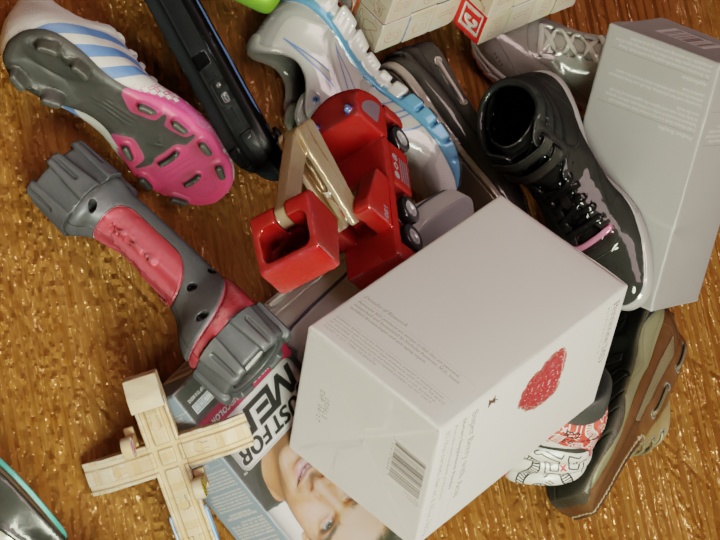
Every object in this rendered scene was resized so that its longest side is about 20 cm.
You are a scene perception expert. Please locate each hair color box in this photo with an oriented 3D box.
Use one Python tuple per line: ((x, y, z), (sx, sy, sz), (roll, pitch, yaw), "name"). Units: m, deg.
((-0.052, 0.138, 1.572), (0.201, 0.060, 0.099), (52, 54, -11), "hair color box")

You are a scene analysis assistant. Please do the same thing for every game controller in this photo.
((-0.104, -0.153, 1.599), (0.201, 0.042, 0.104), (62, 10, 10), "game controller")

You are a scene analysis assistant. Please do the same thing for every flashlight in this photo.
((-0.137, 0.000, 1.514), (0.200, 0.068, 0.068), (41, 85, 11), "flashlight")

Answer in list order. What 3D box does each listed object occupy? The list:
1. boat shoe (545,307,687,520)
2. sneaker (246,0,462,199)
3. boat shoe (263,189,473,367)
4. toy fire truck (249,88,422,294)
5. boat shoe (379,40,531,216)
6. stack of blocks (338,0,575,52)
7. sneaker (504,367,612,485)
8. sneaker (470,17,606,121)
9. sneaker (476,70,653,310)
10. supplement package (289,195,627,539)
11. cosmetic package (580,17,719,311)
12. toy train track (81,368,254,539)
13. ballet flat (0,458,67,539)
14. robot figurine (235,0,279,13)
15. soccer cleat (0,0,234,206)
((0.206, 0.107, 1.758), (0.074, 0.075, 0.201), (40, 57, -22), "boat shoe")
((-0.010, -0.113, 1.687), (0.200, 0.075, 0.087), (47, 64, -7), "sneaker")
((0.000, 0.000, 1.646), (0.065, 0.072, 0.200), (32, 61, 28), "boat shoe")
((-0.018, -0.056, 1.553), (0.141, 0.049, 0.201), (38, 35, -42), "toy fire truck")
((0.086, -0.086, 1.739), (0.057, 0.067, 0.201), (-37, 94, -32), "boat shoe")
((0.070, -0.233, 1.750), (0.199, 0.059, 0.115), (-25, 61, -37), "stack of blocks")
((0.080, 0.096, 1.675), (0.200, 0.108, 0.068), (15, 46, 7), "sneaker")
((0.179, -0.169, 1.815), (0.199, 0.092, 0.076), (25, 61, -27), "sneaker")
((0.144, -0.059, 1.689), (0.099, 0.070, 0.201), (0, 62, -59), "sneaker")
((0.066, 0.064, 1.538), (0.119, 0.122, 0.200), (36, 50, 25), "supplement package")
((0.224, -0.080, 1.744), (0.090, 0.106, 0.202), (-12, 122, -52), "cosmetic package")
((-0.113, 0.164, 1.506), (0.114, 0.033, 0.202), (-18, 103, 4), "toy train track")
((-0.201, 0.190, 1.448), (0.200, 0.068, 0.069), (45, 64, -15), "ballet flat")
((-0.051, -0.288, 1.627), (0.115, 0.201, 0.176), (24, 21, -17), "robot figurine")
((-0.161, -0.125, 1.576), (0.200, 0.070, 0.087), (38, 31, -30), "soccer cleat")
